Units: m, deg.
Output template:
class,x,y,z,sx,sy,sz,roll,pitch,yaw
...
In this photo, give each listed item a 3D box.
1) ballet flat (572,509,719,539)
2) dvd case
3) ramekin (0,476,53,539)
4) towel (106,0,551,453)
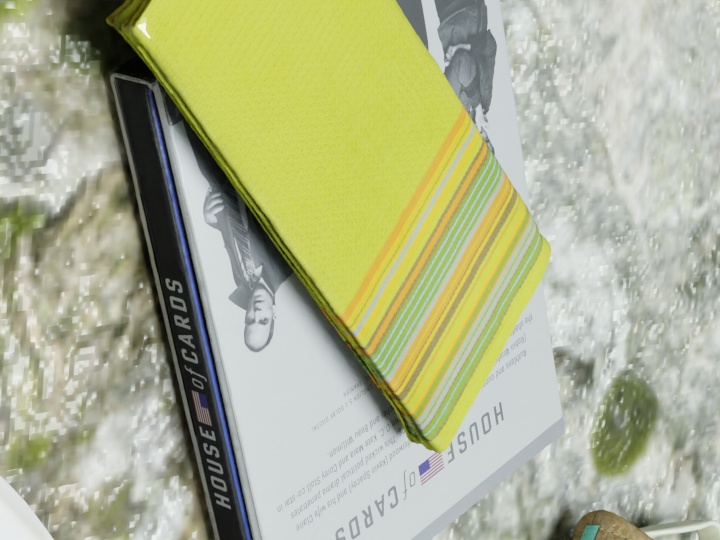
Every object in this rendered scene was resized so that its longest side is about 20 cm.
class,x,y,z,sx,sy,sz,roll,pitch,yaw
ballet flat,0.136,0.134,1.041,0.199,0.067,0.073,26,63,-45
dvd case,0.000,0.000,0.865,0.150,0.025,0.201,-34,125,-38
ramekin,-0.141,0.118,0.632,0.202,0.094,0.204,23,59,-46
towel,-0.003,-0.037,0.822,0.086,0.018,0.200,-60,136,-26
